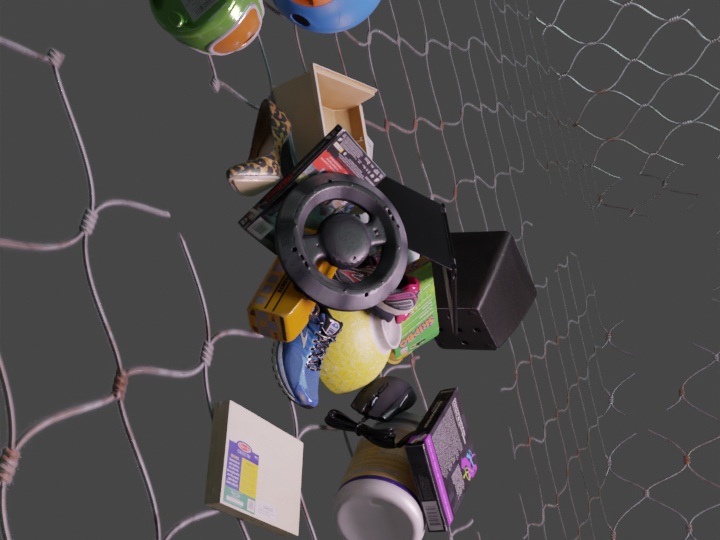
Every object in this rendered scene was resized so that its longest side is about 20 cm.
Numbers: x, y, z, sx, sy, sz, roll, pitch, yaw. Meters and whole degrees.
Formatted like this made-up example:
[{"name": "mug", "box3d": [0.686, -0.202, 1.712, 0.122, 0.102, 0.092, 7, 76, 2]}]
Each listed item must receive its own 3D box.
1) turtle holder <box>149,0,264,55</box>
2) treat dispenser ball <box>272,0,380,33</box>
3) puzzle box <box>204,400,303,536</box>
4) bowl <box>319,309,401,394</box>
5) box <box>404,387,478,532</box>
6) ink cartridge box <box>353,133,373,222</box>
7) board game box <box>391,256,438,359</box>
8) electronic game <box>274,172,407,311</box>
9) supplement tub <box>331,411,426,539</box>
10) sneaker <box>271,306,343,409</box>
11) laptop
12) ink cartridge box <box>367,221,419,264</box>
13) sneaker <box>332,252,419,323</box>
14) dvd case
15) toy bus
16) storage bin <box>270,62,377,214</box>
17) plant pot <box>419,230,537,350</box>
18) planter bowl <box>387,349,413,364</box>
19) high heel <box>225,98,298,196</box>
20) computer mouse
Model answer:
[{"name": "turtle holder", "box3d": [-0.207, -0.357, 1.297, 0.141, 0.185, 0.132, -63, 149, -4]}, {"name": "treat dispenser ball", "box3d": [-0.055, -0.481, 1.586, 0.201, 0.200, 0.202, -10, 90, -67]}, {"name": "puzzle box", "box3d": [-0.136, 0.264, 1.312, 0.200, 0.025, 0.134, 45, 42, -53]}, {"name": "bowl", "box3d": [0.002, 0.093, 1.596, 0.200, 0.107, 0.201, -11, 90, -67]}, {"name": "box", "box3d": [0.128, 0.286, 1.529, 0.200, 0.036, 0.144, -40, 117, -62]}, {"name": "ink cartridge box", "box3d": [-0.018, -0.166, 1.744, 0.099, 0.039, 0.201, 48, 38, -50]}, {"name": "board game box", "box3d": [0.085, 0.067, 1.705, 0.030, 0.095, 0.201, 47, -21, 40]}, {"name": "electronic game", "box3d": [-0.024, -0.041, 1.381, 0.199, 0.042, 0.201, 8, 72, -24]}, {"name": "supplement tub", "box3d": [0.049, 0.330, 1.555, 0.200, 0.145, 0.146, -60, 135, -56]}, {"name": "sneaker", "box3d": [-0.074, 0.099, 1.440, 0.078, 0.089, 0.201, 28, 56, -60]}, {"name": "laptop", "box3d": [0.085, -0.029, 1.554, 0.188, 0.115, 0.201, -92, 177, -55]}, {"name": "ink cartridge box", "box3d": [0.050, -0.054, 1.762, 0.050, 0.108, 0.201, 58, 31, -42]}, {"name": "sneaker", "box3d": [0.000, 0.000, 1.534, 0.075, 0.199, 0.081, -64, 179, 41]}, {"name": "dvd case", "box3d": [-0.067, -0.105, 1.441, 0.022, 0.200, 0.146, 47, 4, 34]}, {"name": "toy bus", "box3d": [-0.082, 0.005, 1.413, 0.065, 0.078, 0.200, 86, 25, -50]}, {"name": "storage bin", "box3d": [-0.037, -0.200, 1.593, 0.198, 0.093, 0.201, 7, 70, -55]}, {"name": "plant pot", "box3d": [0.224, 0.053, 2.031, 0.200, 0.199, 0.178, 59, 42, -40]}, {"name": "planter bowl", "box3d": [0.086, 0.067, 1.827, 0.200, 0.083, 0.202, -10, 90, -66]}, {"name": "high heel", "box3d": [-0.154, -0.182, 1.422, 0.200, 0.071, 0.143, -11, 80, -65]}, {"name": "computer mouse", "box3d": [0.051, 0.214, 1.565, 0.200, 0.140, 0.046, -19, 122, -52]}]
